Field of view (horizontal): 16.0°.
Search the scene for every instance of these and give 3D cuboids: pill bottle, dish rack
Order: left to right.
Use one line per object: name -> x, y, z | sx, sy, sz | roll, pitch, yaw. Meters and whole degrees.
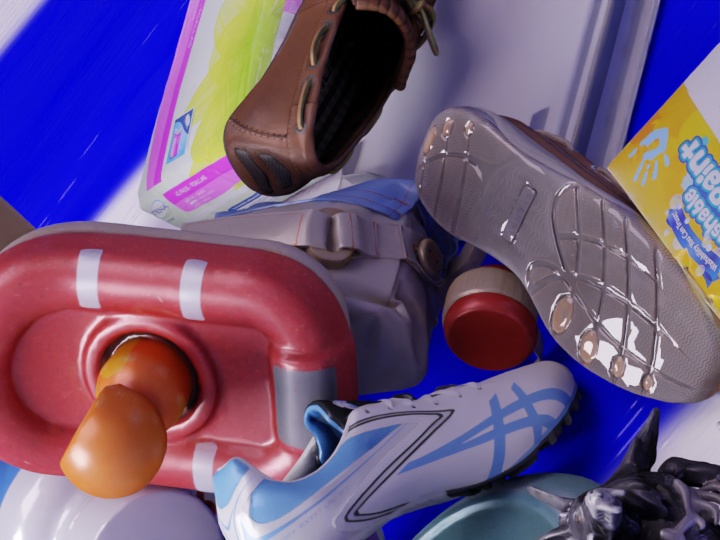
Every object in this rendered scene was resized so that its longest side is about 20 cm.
pill bottle -> -0.155, 0.127, 1.344 | 0.199, 0.112, 0.113 | 19, 80, 53
dish rack -> 0.065, -0.100, 1.360 | 0.199, 0.043, 0.173 | -8, 61, 49

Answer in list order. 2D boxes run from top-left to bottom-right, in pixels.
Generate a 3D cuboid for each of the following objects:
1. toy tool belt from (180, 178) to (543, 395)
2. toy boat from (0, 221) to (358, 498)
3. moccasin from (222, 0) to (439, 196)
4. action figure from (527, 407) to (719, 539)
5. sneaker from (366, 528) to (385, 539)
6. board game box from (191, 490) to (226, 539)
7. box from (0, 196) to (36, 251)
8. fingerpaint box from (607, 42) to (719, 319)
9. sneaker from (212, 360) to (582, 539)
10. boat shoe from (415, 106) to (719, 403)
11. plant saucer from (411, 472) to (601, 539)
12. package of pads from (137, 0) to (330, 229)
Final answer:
toy tool belt -> 0.000, 0.000, 1.294 | 0.198, 0.125, 0.123 | -7, 40, 20
toy boat -> -0.106, 0.058, 1.203 | 0.198, 0.131, 0.131 | 5, 30, 15
moccasin -> 0.003, -0.122, 1.329 | 0.077, 0.074, 0.202 | -4, 37, 40
action figure -> 0.150, 0.104, 0.999 | 0.198, 0.102, 0.120 | 9, 60, 19
sneaker -> -0.051, 0.202, 1.236 | 0.201, 0.080, 0.089 | -57, 14, 13
board game box -> -0.078, 0.111, 1.389 | 0.126, 0.035, 0.201 | 2, 67, 51
box -> -0.215, 0.050, 1.468 | 0.021, 0.200, 0.165 | 10, 70, 27
fingerpaint box -> 0.218, -0.037, 1.099 | 0.167, 0.073, 0.200 | -48, 36, 14
sneaker -> 0.021, 0.080, 1.178 | 0.072, 0.199, 0.073 | -25, 90, 58
boat shoe -> 0.111, -0.013, 1.210 | 0.200, 0.071, 0.076 | 47, 120, 32
plant saucer -> 0.051, 0.179, 1.154 | 0.200, 0.027, 0.201 | -35, 39, 35
package of pads -> -0.052, -0.133, 1.480 | 0.154, 0.068, 0.201 | -26, 46, 57
